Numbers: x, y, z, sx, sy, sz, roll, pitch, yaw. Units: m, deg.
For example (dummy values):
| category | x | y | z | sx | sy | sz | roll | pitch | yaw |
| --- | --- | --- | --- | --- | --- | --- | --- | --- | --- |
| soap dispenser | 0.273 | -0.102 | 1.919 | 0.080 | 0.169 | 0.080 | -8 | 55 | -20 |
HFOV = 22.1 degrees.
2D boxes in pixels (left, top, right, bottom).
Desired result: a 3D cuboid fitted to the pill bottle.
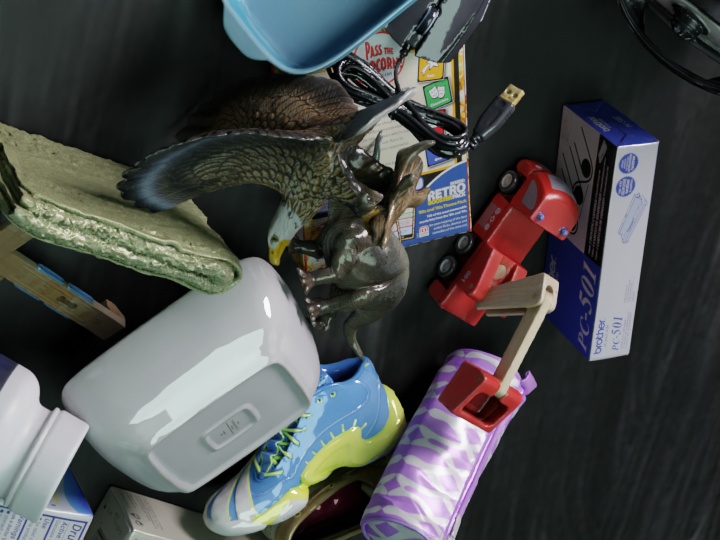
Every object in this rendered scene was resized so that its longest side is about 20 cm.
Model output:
| category | x | y | z | sx | sy | sz | roll | pitch | yaw |
| --- | --- | --- | --- | --- | --- | --- | --- | --- | --- |
| pill bottle | -0.304 | 0.102 | 1.346 | 0.199 | 0.111 | 0.112 | 30 | 103 | -5 |

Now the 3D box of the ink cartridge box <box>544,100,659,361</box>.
| category | x | y | z | sx | sy | sz | roll | pitch | yaw |
| --- | --- | --- | --- | --- | --- | --- | --- | --- | --- |
| ink cartridge box | 0.202 | -0.034 | 1.572 | 0.044 | 0.094 | 0.201 | -8 | 119 | -21 |

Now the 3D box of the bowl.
| category | x | y | z | sx | sy | sz | roll | pitch | yaw |
| --- | --- | --- | --- | --- | --- | --- | --- | --- | --- |
| bowl | -0.119 | 0.097 | 1.450 | 0.199 | 0.075 | 0.200 | -34 | 157 | -3 |

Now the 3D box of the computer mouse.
| category | x | y | z | sx | sy | sz | roll | pitch | yaw |
| --- | --- | --- | --- | --- | --- | --- | --- | --- | --- |
| computer mouse | 0.079 | -0.186 | 1.397 | 0.140 | 0.046 | 0.201 | 37 | 75 | -8 |

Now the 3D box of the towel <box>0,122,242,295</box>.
| category | x | y | z | sx | sy | sz | roll | pitch | yaw |
| --- | --- | --- | --- | --- | --- | --- | --- | --- | --- |
| towel | -0.191 | -0.046 | 1.347 | 0.199 | 0.148 | 0.037 | 17 | 110 | -35 |

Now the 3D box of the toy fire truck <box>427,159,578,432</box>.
| category | x | y | z | sx | sy | sz | roll | pitch | yaw |
| --- | --- | --- | --- | --- | --- | --- | --- | --- | --- |
| toy fire truck | 0.122 | 0.018 | 1.533 | 0.049 | 0.141 | 0.201 | 29 | 101 | -34 |

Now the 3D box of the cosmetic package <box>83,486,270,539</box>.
| category | x | y | z | sx | sy | sz | roll | pitch | yaw |
| --- | --- | --- | --- | --- | --- | --- | --- | --- | --- |
| cosmetic package | -0.145 | 0.268 | 1.582 | 0.199 | 0.071 | 0.106 | 21 | 105 | -33 |

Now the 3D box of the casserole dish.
| category | x | y | z | sx | sy | sz | roll | pitch | yaw |
| --- | --- | --- | --- | --- | --- | --- | --- | --- | --- |
| casserole dish | -0.013 | -0.224 | 1.365 | 0.200 | 0.121 | 0.039 | -38 | 165 | -3 |

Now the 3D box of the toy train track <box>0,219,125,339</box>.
| category | x | y | z | sx | sy | sz | roll | pitch | yaw |
| --- | --- | --- | --- | --- | --- | --- | --- | --- | --- |
| toy train track | -0.254 | -0.005 | 1.402 | 0.114 | 0.033 | 0.200 | -31 | 138 | 21 |

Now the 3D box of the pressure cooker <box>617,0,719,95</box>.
| category | x | y | z | sx | sy | sz | roll | pitch | yaw |
| --- | --- | --- | --- | --- | --- | --- | --- | --- | --- |
| pressure cooker | 0.304 | -0.241 | 1.460 | 0.178 | 0.176 | 0.200 | 35 | 94 | -31 |

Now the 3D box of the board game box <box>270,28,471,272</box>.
| category | x | y | z | sx | sy | sz | roll | pitch | yaw |
| --- | --- | --- | --- | --- | --- | --- | --- | --- | --- |
| board game box | 0.010 | -0.110 | 1.468 | 0.150 | 0.046 | 0.201 | -14 | 121 | -18 |

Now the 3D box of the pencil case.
| category | x | y | z | sx | sy | sz | roll | pitch | yaw |
| --- | --- | --- | --- | --- | --- | --- | --- | --- | --- |
| pencil case | 0.073 | 0.161 | 1.568 | 0.084 | 0.085 | 0.201 | 56 | 49 | -40 |

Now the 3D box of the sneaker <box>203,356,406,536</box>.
| category | x | y | z | sx | sy | sz | roll | pitch | yaw |
| --- | --- | --- | --- | --- | --- | --- | --- | --- | --- |
| sneaker | -0.058 | 0.138 | 1.559 | 0.199 | 0.076 | 0.106 | -30 | 116 | -23 |

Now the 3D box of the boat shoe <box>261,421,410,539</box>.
| category | x | y | z | sx | sy | sz | roll | pitch | yaw |
| --- | --- | --- | --- | --- | --- | --- | --- | --- | --- |
| boat shoe | 0.008 | 0.197 | 1.619 | 0.199 | 0.066 | 0.074 | -25 | 123 | -14 |

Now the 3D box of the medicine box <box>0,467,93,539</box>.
| category | x | y | z | sx | sy | sz | roll | pitch | yaw |
| --- | --- | --- | --- | --- | --- | --- | --- | --- | --- |
| medicine box | -0.341 | 0.225 | 1.446 | 0.199 | 0.103 | 0.183 | 17 | 108 | -32 |

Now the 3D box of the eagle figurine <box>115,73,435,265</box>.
| category | x | y | z | sx | sy | sz | roll | pitch | yaw |
| --- | --- | --- | --- | --- | --- | --- | --- | --- | --- |
| eagle figurine | -0.057 | -0.079 | 1.326 | 0.152 | 0.199 | 0.152 | 88 | 27 | -71 |

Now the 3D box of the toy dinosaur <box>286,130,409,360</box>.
| category | x | y | z | sx | sy | sz | roll | pitch | yaw |
| --- | --- | --- | --- | --- | --- | --- | --- | --- | --- |
| toy dinosaur | 0.000 | 0.000 | 1.449 | 0.102 | 0.077 | 0.201 | -20 | 122 | -5 |
